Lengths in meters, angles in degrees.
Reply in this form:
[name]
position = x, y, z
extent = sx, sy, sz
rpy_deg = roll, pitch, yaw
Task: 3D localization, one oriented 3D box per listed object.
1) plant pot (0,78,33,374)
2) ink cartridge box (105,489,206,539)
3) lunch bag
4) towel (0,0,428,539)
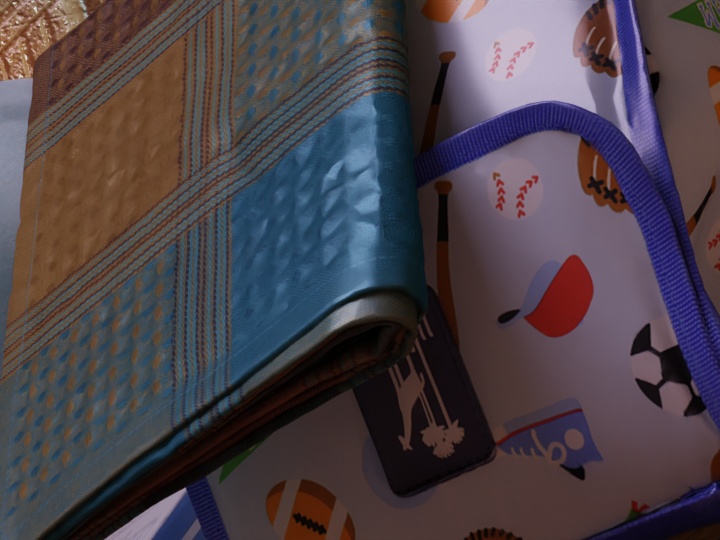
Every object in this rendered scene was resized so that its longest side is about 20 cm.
[plant pot]
position = -0.107, 0.036, 1.127
extent = 0.200, 0.199, 0.135
rpy_deg = -33, 36, 53
[ink cartridge box]
position = -0.053, 0.100, 0.920
extent = 0.136, 0.076, 0.200
rpy_deg = -37, 12, 38
[lunch bag]
position = 0.036, -0.005, 0.741
extent = 0.170, 0.124, 0.201
rpy_deg = -28, 49, 34
[towel]
position = -0.040, -0.024, 0.729
extent = 0.146, 0.022, 0.201
rpy_deg = -35, 36, 29
